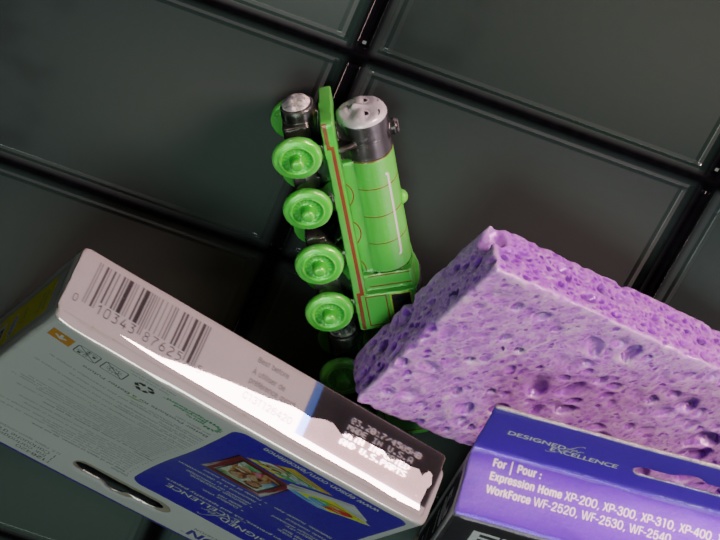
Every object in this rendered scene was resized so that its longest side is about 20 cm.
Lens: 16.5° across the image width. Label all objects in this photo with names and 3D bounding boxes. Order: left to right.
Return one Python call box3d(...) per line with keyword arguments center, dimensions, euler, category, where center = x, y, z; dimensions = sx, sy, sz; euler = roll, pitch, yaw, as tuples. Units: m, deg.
box3d(center=(-0.085, 0.075, 1.186), dimensions=(0.197, 0.047, 0.200), euler=(29, 158, -15), category="ink cartridge box")
box3d(center=(0.000, 0.000, 1.129), dimensions=(0.056, 0.042, 0.201), euler=(-8, 130, 4), category="toy train")
box3d(center=(0.106, 0.055, 1.138), dimensions=(0.199, 0.030, 0.112), euler=(24, 133, -27), category="sponge")
box3d(center=(0.133, 0.135, 1.170), dimensions=(0.197, 0.044, 0.200), euler=(15, 156, -3), category="ink cartridge box")
